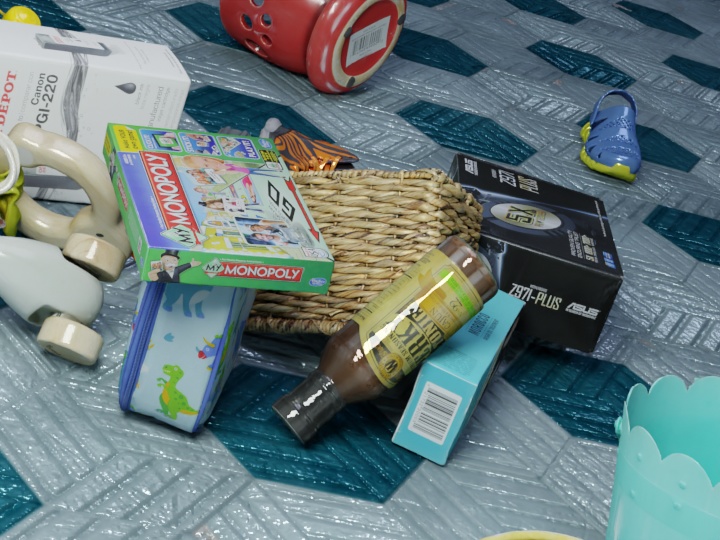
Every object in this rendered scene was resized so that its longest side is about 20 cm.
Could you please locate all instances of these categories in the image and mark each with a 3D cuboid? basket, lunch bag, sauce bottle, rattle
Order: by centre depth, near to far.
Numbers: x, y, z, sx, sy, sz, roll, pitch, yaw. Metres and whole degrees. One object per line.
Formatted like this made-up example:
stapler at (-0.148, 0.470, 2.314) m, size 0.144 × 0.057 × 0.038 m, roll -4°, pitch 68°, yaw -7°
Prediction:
lunch bag at (-0.124, 0.016, 1.210) m, size 0.082 × 0.162 × 0.200 m, roll 19°, pitch 24°, yaw -2°
sauce bottle at (0.018, 0.057, 1.221) m, size 0.065 × 0.200 × 0.065 m, roll 47°, pitch -8°, yaw 9°
rattle at (-0.244, -0.021, 1.316) m, size 0.200 × 0.130 × 0.143 m, roll 41°, pitch 29°, yaw -19°
basket at (0.000, 0.000, 1.368) m, size 0.199 × 0.150 × 0.143 m, roll 1°, pitch -14°, yaw 23°

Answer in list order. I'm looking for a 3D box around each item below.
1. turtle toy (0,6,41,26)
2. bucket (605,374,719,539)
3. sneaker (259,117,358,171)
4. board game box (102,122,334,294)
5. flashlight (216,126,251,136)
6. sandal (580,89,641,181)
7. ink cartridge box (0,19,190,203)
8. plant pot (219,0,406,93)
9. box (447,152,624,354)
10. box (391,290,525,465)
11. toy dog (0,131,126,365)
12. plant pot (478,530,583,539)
turtle toy at (-0.372, -0.187, 1.505) m, size 0.199 × 0.146 × 0.102 m, roll 25°, pitch 42°, yaw -29°
bucket at (0.283, 0.181, 1.175) m, size 0.206 × 0.136 × 0.207 m, roll 11°, pitch 20°, yaw -4°
sneaker at (-0.058, -0.104, 1.626) m, size 0.111 × 0.078 × 0.200 m, roll 17°, pitch 24°, yaw -3°
board game box at (-0.108, -0.048, 1.134) m, size 0.134 × 0.029 × 0.200 m, roll 5°, pitch 28°, yaw -21°
flashlight at (-0.144, -0.090, 1.535) m, size 0.067 × 0.068 × 0.200 m, roll 10°, pitch 25°, yaw 4°
sandal at (0.344, -0.186, 2.111) m, size 0.079 × 0.087 × 0.200 m, roll 17°, pitch 25°, yaw -10°
ink cartridge box at (-0.277, -0.145, 1.454) m, size 0.199 × 0.146 × 0.085 m, roll 5°, pitch 29°, yaw -29°
plant pot at (-0.052, -0.344, 1.999) m, size 0.182 × 0.201 × 0.200 m, roll 35°, pitch 27°, yaw 26°
box at (0.157, -0.022, 1.517) m, size 0.163 × 0.087 × 0.200 m, roll 17°, pitch 24°, yaw -5°
box at (0.087, 0.084, 1.328) m, size 0.049 × 0.083 × 0.200 m, roll 25°, pitch 24°, yaw 8°
toy dog at (-0.277, -0.003, 1.204) m, size 0.200 × 0.096 × 0.132 m, roll 45°, pitch 62°, yaw -12°
plant pot at (0.118, 0.259, 0.875) m, size 0.200 × 0.200 × 0.142 m, roll 38°, pitch 4°, yaw 37°
